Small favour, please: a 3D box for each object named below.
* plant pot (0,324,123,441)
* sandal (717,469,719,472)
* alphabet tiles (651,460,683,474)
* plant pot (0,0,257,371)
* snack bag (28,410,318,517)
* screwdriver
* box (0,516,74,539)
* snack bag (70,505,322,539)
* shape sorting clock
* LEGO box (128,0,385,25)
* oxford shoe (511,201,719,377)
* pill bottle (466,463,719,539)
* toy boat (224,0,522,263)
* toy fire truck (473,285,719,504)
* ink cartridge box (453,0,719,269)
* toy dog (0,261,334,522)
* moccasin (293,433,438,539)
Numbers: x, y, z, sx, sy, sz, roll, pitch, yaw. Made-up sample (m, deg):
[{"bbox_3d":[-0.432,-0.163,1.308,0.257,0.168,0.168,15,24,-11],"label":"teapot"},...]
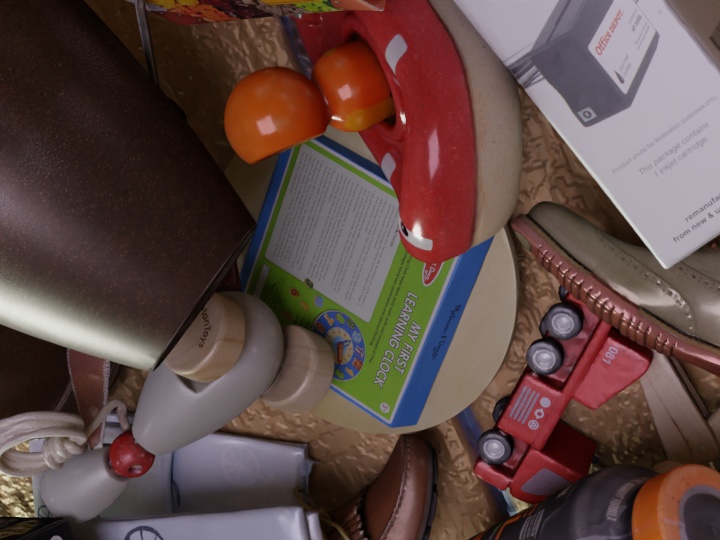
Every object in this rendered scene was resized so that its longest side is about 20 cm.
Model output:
[{"bbox_3d":[-0.264,0.037,0.930,0.198,0.198,0.202,5,105,17],"label":"plant pot"},{"bbox_3d":[0.278,0.124,0.864,0.199,0.048,0.076,-24,101,25],"label":"sandal"},{"bbox_3d":[0.232,0.189,0.895,0.194,0.015,0.201,27,131,5],"label":"alphabet tiles"},{"bbox_3d":[-0.158,-0.045,0.806,0.199,0.187,0.187,36,117,-1],"label":"plant pot"},{"bbox_3d":[-0.125,0.186,1.046,0.198,0.021,0.190,8,112,16],"label":"snack bag"},{"bbox_3d":[-0.115,-0.101,0.858,0.029,0.200,0.028,15,72,7],"label":"screwdriver"},{"bbox_3d":[-0.216,0.256,1.004,0.199,0.049,0.200,-12,99,52],"label":"box"},{"bbox_3d":[-0.094,0.236,0.969,0.198,0.021,0.190,-8,100,29],"label":"snack bag"},{"bbox_3d":[0.000,0.000,0.921,0.198,0.039,0.202,11,112,28],"label":"shape sorting clock"},{"bbox_3d":[-0.045,-0.225,0.755,0.148,0.077,0.202,3,79,44],"label":"LEGO box"},{"bbox_3d":[0.171,0.012,0.806,0.199,0.071,0.074,32,90,6],"label":"oxford shoe"},{"bbox_3d":[0.123,0.171,0.860,0.106,0.106,0.200,49,136,-3],"label":"pill bottle"},{"bbox_3d":[-0.006,-0.089,0.797,0.201,0.130,0.131,58,165,26],"label":"toy boat"},{"bbox_3d":[0.161,0.063,0.883,0.140,0.049,0.201,28,117,6],"label":"toy fire truck"},{"bbox_3d":[0.127,-0.121,0.771,0.084,0.145,0.200,-37,95,27],"label":"ink cartridge box"},{"bbox_3d":[-0.116,0.060,0.927,0.198,0.097,0.132,-22,142,9],"label":"toy dog"},{"bbox_3d":[-0.016,0.177,0.973,0.077,0.074,0.202,26,122,-12],"label":"moccasin"}]
